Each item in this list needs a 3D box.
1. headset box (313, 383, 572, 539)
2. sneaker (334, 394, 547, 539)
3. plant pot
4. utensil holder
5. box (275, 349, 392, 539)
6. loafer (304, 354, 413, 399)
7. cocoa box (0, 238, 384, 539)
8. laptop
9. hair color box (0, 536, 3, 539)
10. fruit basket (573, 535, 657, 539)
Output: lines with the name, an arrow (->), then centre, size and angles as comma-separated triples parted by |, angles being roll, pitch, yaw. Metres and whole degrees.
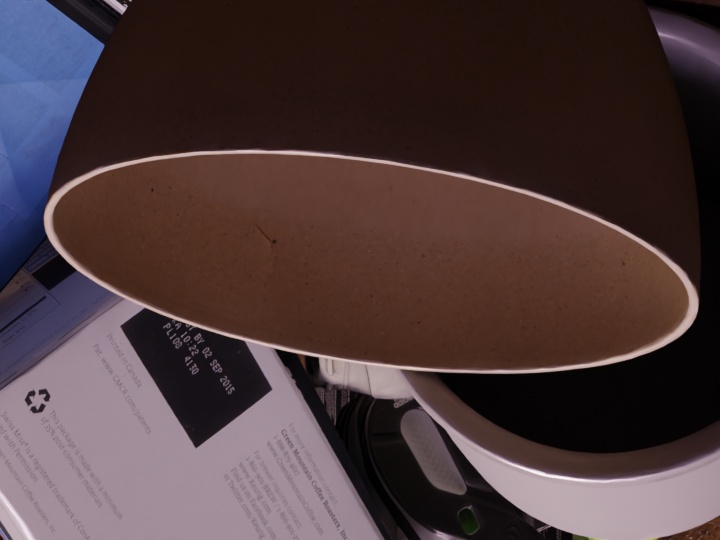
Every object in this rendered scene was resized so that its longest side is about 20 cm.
headset box -> 0.046, 0.123, 1.427 | 0.077, 0.150, 0.200 | 4, 170, -31
sneaker -> 0.046, 0.149, 1.313 | 0.075, 0.201, 0.115 | -24, -176, -18
plant pot -> 0.012, -0.061, 0.785 | 0.199, 0.135, 0.200 | 8, 162, 3
utensil holder -> 0.095, 0.012, 0.956 | 0.169, 0.171, 0.200 | 8, 167, 9
box -> -0.042, 0.114, 1.309 | 0.046, 0.160, 0.200 | -28, -173, -14
loafer -> -0.011, 0.006, 1.027 | 0.069, 0.070, 0.200 | -8, 153, 8
cocoa box -> -0.100, 0.074, 1.090 | 0.131, 0.133, 0.200 | 34, 156, 55
laptop -> -0.093, -0.060, 0.913 | 0.199, 0.117, 0.187 | 3, 165, 26
hair color box -> -0.171, 0.074, 1.243 | 0.101, 0.061, 0.200 | 12, 138, -37
fruit basket -> 0.147, 0.131, 1.528 | 0.185, 0.094, 0.200 | 18, 161, -26
